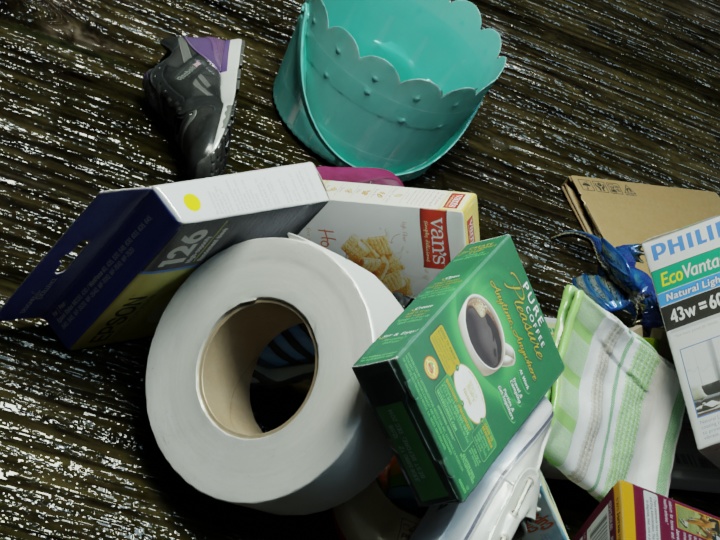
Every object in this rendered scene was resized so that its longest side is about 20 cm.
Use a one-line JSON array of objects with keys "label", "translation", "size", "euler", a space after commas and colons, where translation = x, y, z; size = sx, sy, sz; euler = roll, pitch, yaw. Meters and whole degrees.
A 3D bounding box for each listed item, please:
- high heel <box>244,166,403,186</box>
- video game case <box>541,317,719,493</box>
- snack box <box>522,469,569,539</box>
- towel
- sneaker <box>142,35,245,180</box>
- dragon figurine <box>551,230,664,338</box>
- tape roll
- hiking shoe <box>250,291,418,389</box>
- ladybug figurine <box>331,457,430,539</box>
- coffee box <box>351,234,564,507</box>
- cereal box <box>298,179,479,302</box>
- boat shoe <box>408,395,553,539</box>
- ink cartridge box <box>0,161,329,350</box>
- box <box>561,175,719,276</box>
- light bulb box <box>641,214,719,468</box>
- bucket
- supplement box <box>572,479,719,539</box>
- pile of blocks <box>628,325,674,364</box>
[{"label": "high heel", "translation": [-0.050, -0.067, 1.748], "size": [0.200, 0.068, 0.096], "euler": [7, 14, -24]}, {"label": "video game case", "translation": [0.223, 0.119, 1.740], "size": [0.200, 0.022, 0.182], "euler": [8, 43, -27]}, {"label": "snack box", "translation": [0.115, 0.131, 1.580], "size": [0.037, 0.116, 0.200], "euler": [-24, 50, 4]}, {"label": "towel", "translation": [0.213, 0.117, 1.606], "size": [0.200, 0.031, 0.149], "euler": [37, 59, -46]}, {"label": "sneaker", "translation": [-0.158, -0.144, 1.746], "size": [0.087, 0.076, 0.200], "euler": [9, 37, -5]}, {"label": "dragon figurine", "translation": [0.241, 0.008, 1.816], "size": [0.099, 0.059, 0.200], "euler": [3, 37, -52]}, {"label": "tape roll", "translation": [-0.059, 0.078, 1.432], "size": [0.071, 0.202, 0.203], "euler": [25, 27, -56]}, {"label": "hiking shoe", "translation": [-0.051, 0.047, 1.533], "size": [0.200, 0.087, 0.074], "euler": [4, 18, 7]}, {"label": "ladybug figurine", "translation": [0.032, 0.177, 1.498], "size": [0.136, 0.072, 0.200], "euler": [25, 37, -10]}, {"label": "coffee box", "translation": [0.076, 0.070, 1.409], "size": [0.200, 0.044, 0.123], "euler": [-46, 116, -50]}, {"label": "cereal box", "translation": [0.000, 0.000, 1.548], "size": [0.200, 0.144, 0.040], "euler": [6, 30, 23]}, {"label": "boat shoe", "translation": [0.102, 0.172, 1.434], "size": [0.066, 0.072, 0.200], "euler": [47, 43, -9]}, {"label": "ink cartridge box", "translation": [-0.151, -0.006, 1.471], "size": [0.200, 0.198, 0.047], "euler": [-13, 69, -42]}, {"label": "box", "translation": [0.318, -0.026, 1.969], "size": [0.200, 0.021, 0.164], "euler": [5, 45, -31]}, {"label": "light bulb box", "translation": [0.353, 0.072, 1.693], "size": [0.198, 0.125, 0.200], "euler": [36, 38, -58]}, {"label": "bucket", "translation": [0.021, -0.191, 1.853], "size": [0.207, 0.135, 0.207], "euler": [19, 37, -16]}, {"label": "supplement box", "translation": [0.277, 0.265, 1.559], "size": [0.200, 0.086, 0.110], "euler": [22, 38, -12]}, {"label": "pile of blocks", "translation": [0.207, 0.090, 1.680], "size": [0.062, 0.082, 0.200], "euler": [6, 15, 39]}]
